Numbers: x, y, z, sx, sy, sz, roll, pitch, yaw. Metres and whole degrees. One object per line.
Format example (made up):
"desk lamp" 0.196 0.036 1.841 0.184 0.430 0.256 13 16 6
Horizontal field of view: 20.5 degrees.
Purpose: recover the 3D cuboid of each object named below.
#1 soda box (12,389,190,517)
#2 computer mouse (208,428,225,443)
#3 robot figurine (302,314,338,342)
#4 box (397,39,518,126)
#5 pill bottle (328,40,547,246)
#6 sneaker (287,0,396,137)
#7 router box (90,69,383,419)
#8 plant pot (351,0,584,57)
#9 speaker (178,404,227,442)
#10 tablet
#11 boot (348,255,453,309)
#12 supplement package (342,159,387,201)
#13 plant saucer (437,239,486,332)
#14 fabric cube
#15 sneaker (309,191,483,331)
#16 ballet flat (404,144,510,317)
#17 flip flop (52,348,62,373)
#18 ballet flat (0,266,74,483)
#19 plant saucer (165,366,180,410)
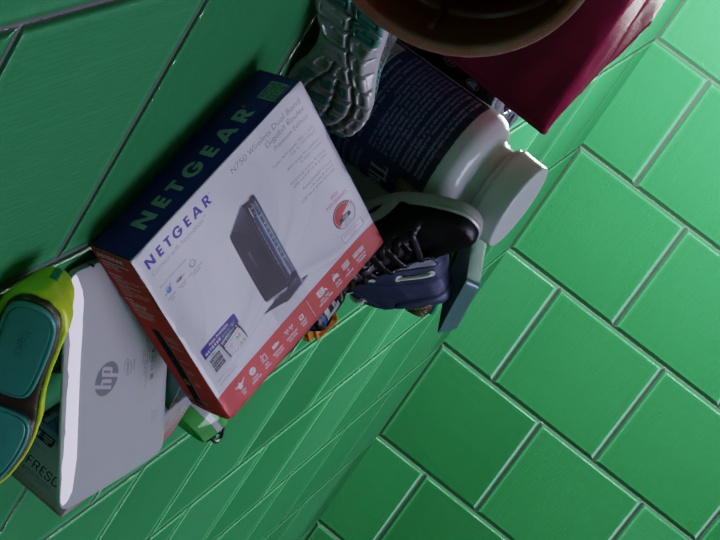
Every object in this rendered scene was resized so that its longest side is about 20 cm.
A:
"soda box" -0.219 0.136 1.732 0.068 0.064 0.200 -57 171 28
"computer mouse" -0.122 0.071 2.065 0.200 0.046 0.141 -52 154 -24
"robot figurine" -0.027 -0.013 2.053 0.200 0.058 0.145 -55 156 -26
"box" 0.092 -0.194 1.789 0.115 0.132 0.200 -46 170 -28
"pill bottle" 0.056 -0.111 1.698 0.111 0.200 0.111 -50 167 -16
"sneaker" 0.003 -0.184 1.578 0.091 0.078 0.200 -51 174 -33
"router box" -0.089 -0.019 1.516 0.200 0.049 0.180 -49 134 -23
"plant pot" 0.092 -0.269 1.354 0.201 0.201 0.195 -57 178 28
"speaker" -0.114 0.066 1.920 0.200 0.088 0.088 -50 171 -12
"tablet" -0.185 0.073 1.518 0.130 0.014 0.201 -30 132 -52
"boot" -0.018 -0.002 1.765 0.073 0.199 0.091 -77 159 -46
"supplement package" 0.032 -0.092 1.926 0.200 0.120 0.121 -50 170 -16
"plant saucer" 0.102 -0.026 1.845 0.200 0.019 0.070 -76 -171 -51
"fabric cube" 0.155 -0.273 1.599 0.200 0.196 0.199 -46 171 -39
"sneaker" 0.000 0.000 1.645 0.073 0.199 0.112 60 35 -51
"ballet flat" 0.069 -0.043 1.796 0.071 0.065 0.200 -87 -162 -58
"flip flop" -0.195 0.066 1.582 0.081 0.058 0.200 -51 168 -6
"ballet flat" -0.245 0.076 1.384 0.200 0.067 0.067 -60 -170 32
"plant saucer" -0.133 0.017 1.647 0.200 0.036 0.200 -155 -90 -86
